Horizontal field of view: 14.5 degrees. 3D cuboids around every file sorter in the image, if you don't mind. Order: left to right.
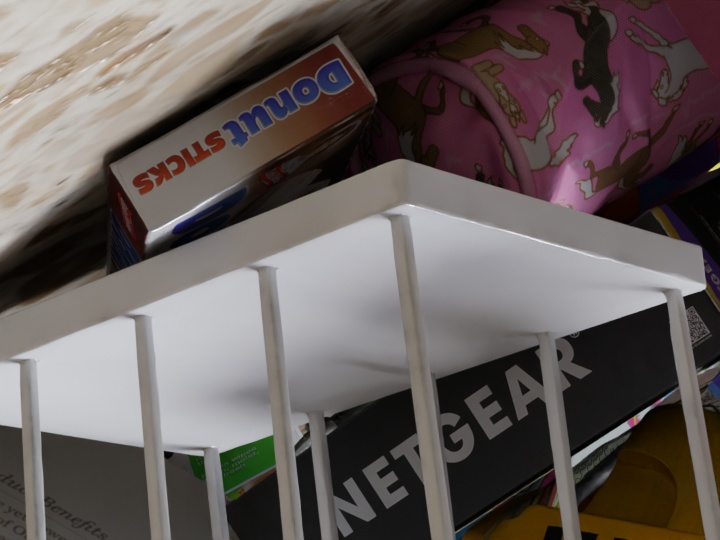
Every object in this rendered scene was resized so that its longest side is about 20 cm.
[{"bbox_3d":[-0.015,0.067,0.802,0.200,0.125,0.139,-20,158,37],"label":"file sorter"}]

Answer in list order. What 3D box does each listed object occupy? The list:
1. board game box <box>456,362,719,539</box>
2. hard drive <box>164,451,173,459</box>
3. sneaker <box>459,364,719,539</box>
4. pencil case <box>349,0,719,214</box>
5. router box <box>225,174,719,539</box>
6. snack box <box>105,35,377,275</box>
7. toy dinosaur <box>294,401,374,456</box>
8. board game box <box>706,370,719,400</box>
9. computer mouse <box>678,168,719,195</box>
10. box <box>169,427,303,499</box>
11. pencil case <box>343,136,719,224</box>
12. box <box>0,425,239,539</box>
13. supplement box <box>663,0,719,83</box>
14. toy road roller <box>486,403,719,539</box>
[{"bbox_3d":[0.081,0.047,1.171,0.148,0.064,0.200,0,-126,53],"label":"board game box"},{"bbox_3d":[-0.103,0.066,1.231,0.135,0.042,0.200,-35,176,24],"label":"hard drive"},{"bbox_3d":[0.128,0.082,1.031,0.200,0.078,0.082,-30,175,-32],"label":"sneaker"},{"bbox_3d":[0.084,-0.062,0.901,0.200,0.087,0.083,-28,-168,-39],"label":"pencil case"},{"bbox_3d":[0.070,0.035,0.973,0.200,0.052,0.157,-36,174,31],"label":"router box"},{"bbox_3d":[-0.040,-0.021,0.835,0.072,0.024,0.200,-30,175,-9],"label":"snack box"},{"bbox_3d":[0.000,0.000,1.116,0.136,0.102,0.200,-52,153,16],"label":"toy dinosaur"},{"bbox_3d":[0.199,-0.018,0.902,0.200,0.045,0.152,-49,167,4],"label":"board game box"},{"bbox_3d":[0.125,-0.060,1.132,0.200,0.053,0.139,-1,-128,51],"label":"computer mouse"},{"bbox_3d":[-0.103,0.153,1.343,0.200,0.097,0.176,-29,-157,2],"label":"box"},{"bbox_3d":[0.074,-0.042,1.009,0.200,0.088,0.088,-28,174,-19],"label":"pencil case"},{"bbox_3d":[-0.106,0.187,0.995,0.171,0.199,0.200,-49,167,-56],"label":"box"},{"bbox_3d":[0.174,-0.126,0.806,0.200,0.086,0.110,-28,174,-47],"label":"supplement box"},{"bbox_3d":[0.112,0.122,0.868,0.200,0.123,0.146,5,-128,51],"label":"toy road roller"}]
